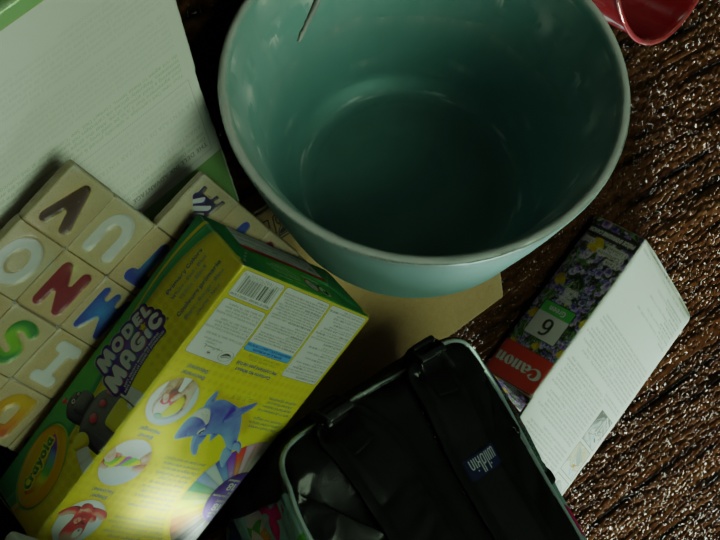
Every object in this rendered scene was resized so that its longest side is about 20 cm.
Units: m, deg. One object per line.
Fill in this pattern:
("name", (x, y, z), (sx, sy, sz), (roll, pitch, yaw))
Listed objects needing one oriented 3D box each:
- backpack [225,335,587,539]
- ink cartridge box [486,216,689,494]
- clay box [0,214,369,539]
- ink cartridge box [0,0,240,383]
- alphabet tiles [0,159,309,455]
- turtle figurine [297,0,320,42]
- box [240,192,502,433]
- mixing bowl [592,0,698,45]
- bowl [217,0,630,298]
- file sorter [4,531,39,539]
("backpack", (0.033, 0.164, 0.823), (0.177, 0.201, 0.151), (-29, 171, -37))
("ink cartridge box", (0.141, 0.075, 1.011), (0.200, 0.050, 0.109), (-52, 138, -9))
("clay box", (-0.096, 0.076, 0.739), (0.200, 0.048, 0.115), (-51, 146, 10))
("ink cartridge box", (-0.138, -0.059, 0.668), (0.145, 0.048, 0.201), (-41, 149, -21))
("alphabet tiles", (-0.118, 0.026, 0.714), (0.167, 0.008, 0.200), (-46, 146, 1))
("turtle figurine", (-0.055, -0.209, 0.629), (0.150, 0.100, 0.202), (12, 86, -65))
("box", (0.000, 0.000, 0.851), (0.199, 0.021, 0.164), (-34, 131, -27))
("mixing bowl", (0.130, -0.230, 0.775), (0.200, 0.108, 0.201), (-41, 141, -45))
("bowl", (0.027, -0.066, 0.740), (0.200, 0.201, 0.105), (-39, 161, -23))
("file sorter", (-0.093, 0.232, 0.660), (0.200, 0.124, 0.139), (34, 86, -48))
